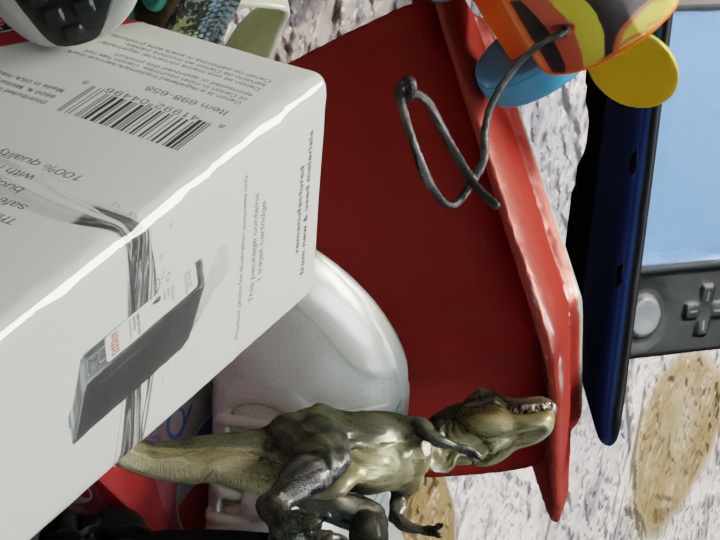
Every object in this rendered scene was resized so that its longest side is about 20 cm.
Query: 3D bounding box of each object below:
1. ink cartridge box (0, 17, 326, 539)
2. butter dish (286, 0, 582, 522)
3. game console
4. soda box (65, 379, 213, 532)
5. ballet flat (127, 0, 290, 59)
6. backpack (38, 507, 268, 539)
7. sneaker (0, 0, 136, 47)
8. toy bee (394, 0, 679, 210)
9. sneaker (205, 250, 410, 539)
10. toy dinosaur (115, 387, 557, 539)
[{"bbox_3d":[-0.121,-0.005,0.851,0.200,0.144,0.084,-41,142,-51],"label":"ink cartridge box"},{"bbox_3d":[0.000,0.000,1.115,0.200,0.147,0.201,78,-5,-66],"label":"butter dish"},{"bbox_3d":[0.147,-0.044,1.164,0.170,0.118,0.201,-5,110,-32],"label":"game console"},{"bbox_3d":[-0.094,0.056,1.030,0.070,0.063,0.200,-69,153,-20],"label":"soda box"},{"bbox_3d":[-0.053,-0.102,0.959,0.074,0.074,0.200,-61,-179,-32],"label":"ballet flat"},{"bbox_3d":[-0.051,0.202,0.943,0.183,0.146,0.201,-69,161,-72],"label":"backpack"},{"bbox_3d":[-0.096,-0.170,0.892,0.081,0.075,0.201,3,79,-78],"label":"sneaker"},{"bbox_3d":[0.080,-0.099,1.009,0.131,0.108,0.200,46,27,-44],"label":"toy bee"},{"bbox_3d":[-0.024,0.079,1.029,0.080,0.070,0.201,-47,139,-44],"label":"sneaker"},{"bbox_3d":[-0.012,0.072,0.952,0.199,0.088,0.048,4,125,-32],"label":"toy dinosaur"}]
